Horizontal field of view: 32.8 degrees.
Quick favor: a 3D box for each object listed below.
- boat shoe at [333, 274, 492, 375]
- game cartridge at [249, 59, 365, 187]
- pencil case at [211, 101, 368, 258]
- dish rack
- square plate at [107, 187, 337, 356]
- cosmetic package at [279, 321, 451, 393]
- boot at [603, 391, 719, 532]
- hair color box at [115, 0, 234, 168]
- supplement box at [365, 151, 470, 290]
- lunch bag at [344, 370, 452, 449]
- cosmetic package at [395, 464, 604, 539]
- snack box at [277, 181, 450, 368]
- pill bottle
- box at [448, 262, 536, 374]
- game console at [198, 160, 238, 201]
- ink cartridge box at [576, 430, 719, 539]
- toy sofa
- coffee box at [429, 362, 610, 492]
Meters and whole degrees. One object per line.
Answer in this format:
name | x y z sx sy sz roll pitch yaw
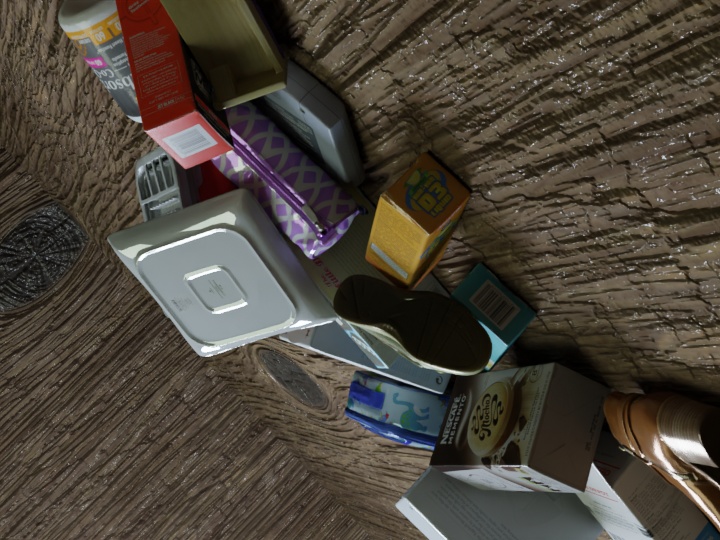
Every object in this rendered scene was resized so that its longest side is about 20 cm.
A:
boat shoe | 0.061 0.062 1.287 0.199 0.074 0.063 18 167 36
game cartridge | -0.080 -0.179 1.305 0.199 0.041 0.134 37 158 29
pencil case | -0.091 -0.099 1.305 0.200 0.084 0.085 43 -161 4
dish rack | -0.219 -0.047 1.484 0.171 0.043 0.202 -10 90 64
square plate | -0.156 0.014 1.357 0.196 0.029 0.201 -17 125 27
cosmetic package | 0.011 0.086 1.511 0.199 0.075 0.101 23 174 -27
boot | 0.319 0.195 1.154 0.201 0.073 0.154 62 160 -13
hair color box | -0.192 -0.217 1.236 0.102 0.061 0.202 46 -155 -67
supplement box | 0.054 -0.044 1.239 0.069 0.067 0.200 42 165 11
lunch bag | 0.072 0.189 1.633 0.159 0.083 0.200 16 177 -22
cosmetic package | 0.181 0.274 1.464 0.199 0.200 0.123 43 164 8
snack box | 0.000 0.000 1.394 0.200 0.116 0.037 49 162 -12
pill bottle | -0.249 -0.246 1.416 0.116 0.116 0.201 24 154 52
box | 0.129 0.063 1.346 0.082 0.049 0.200 43 164 9
game console | -0.138 -0.069 1.482 0.171 0.120 0.200 20 177 -27
ink cartridge box | 0.294 0.243 1.338 0.200 0.068 0.116 50 164 -17
toy sofa | -0.143 -0.262 1.166 0.098 0.082 0.201 -92 -20 -44
coffee box | 0.167 0.172 1.314 0.079 0.114 0.200 25 161 -20
